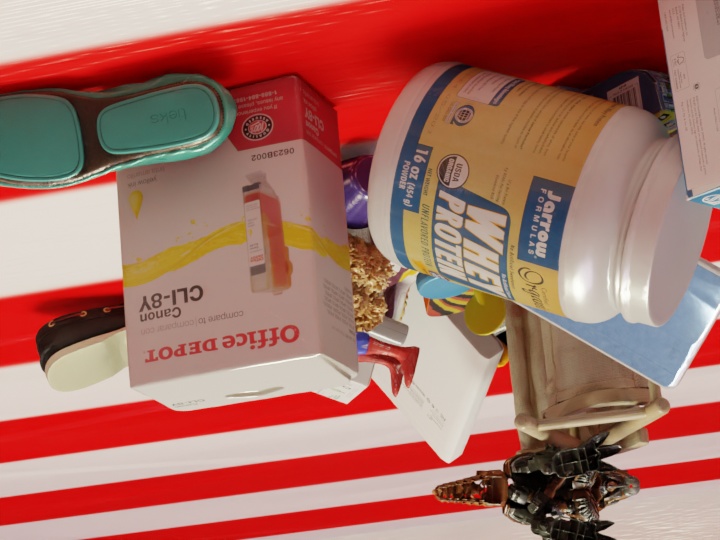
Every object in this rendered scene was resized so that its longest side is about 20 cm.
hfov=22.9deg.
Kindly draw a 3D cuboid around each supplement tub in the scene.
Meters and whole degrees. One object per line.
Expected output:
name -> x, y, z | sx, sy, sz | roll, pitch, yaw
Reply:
supplement tub -> 0.120, -0.049, 1.178 | 0.199, 0.145, 0.145 | 17, 173, 24

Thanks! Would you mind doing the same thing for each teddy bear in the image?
teddy bear -> -0.046, 0.006, 1.394 | 0.144, 0.067, 0.200 | 16, 158, 4

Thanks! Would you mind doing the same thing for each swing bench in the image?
swing bench -> 0.190, 0.056, 1.580 | 0.129, 0.200, 0.200 | -7, 164, 3

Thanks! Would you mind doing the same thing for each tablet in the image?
tablet -> 0.191, 0.003, 1.435 | 0.199, 0.014, 0.131 | 30, 130, 10

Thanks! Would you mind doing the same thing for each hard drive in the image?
hard drive -> 0.066, 0.083, 1.678 | 0.027, 0.132, 0.200 | -31, 156, -25

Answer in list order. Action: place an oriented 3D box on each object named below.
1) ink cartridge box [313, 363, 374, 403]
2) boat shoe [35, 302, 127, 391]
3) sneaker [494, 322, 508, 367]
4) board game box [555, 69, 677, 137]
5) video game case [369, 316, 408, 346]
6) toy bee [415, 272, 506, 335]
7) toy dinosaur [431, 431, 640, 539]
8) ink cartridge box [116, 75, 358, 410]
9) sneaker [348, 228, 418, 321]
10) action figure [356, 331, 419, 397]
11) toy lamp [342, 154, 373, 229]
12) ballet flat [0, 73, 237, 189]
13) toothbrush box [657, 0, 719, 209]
ink cartridge box -> -0.090, 0.066, 1.601 | 0.199, 0.039, 0.099 | 18, 165, -8
boat shoe -> -0.212, 0.057, 1.708 | 0.200, 0.063, 0.074 | -14, 136, -16
sneaker -> 0.108, 0.058, 1.769 | 0.199, 0.083, 0.078 | -16, 161, 34
board game box -> 0.221, -0.096, 1.317 | 0.199, 0.062, 0.200 | 5, 161, -35
video game case -> -0.072, 0.040, 1.603 | 0.199, 0.022, 0.182 | 21, 164, -9
toy bee -> 0.091, -0.015, 1.389 | 0.108, 0.132, 0.200 | -11, 178, 4
toy dinosaur -> 0.159, 0.196, 1.543 | 0.199, 0.103, 0.136 | -22, -171, -25
ink cartridge box -> -0.086, -0.016, 1.233 | 0.144, 0.201, 0.083 | -11, 163, 16
sneaker -> 0.000, 0.000, 1.563 | 0.090, 0.075, 0.200 | -1, 155, -15
action figure -> -0.056, 0.059, 1.412 | 0.199, 0.052, 0.065 | 17, 168, -9
toy lamp -> -0.025, -0.042, 1.425 | 0.058, 0.059, 0.200 | 1, 162, -21
ballet flat -> -0.176, -0.091, 1.198 | 0.199, 0.068, 0.070 | -7, 178, 11
toothbrush box -> 0.288, -0.109, 1.143 | 0.085, 0.147, 0.199 | -20, 158, 41
